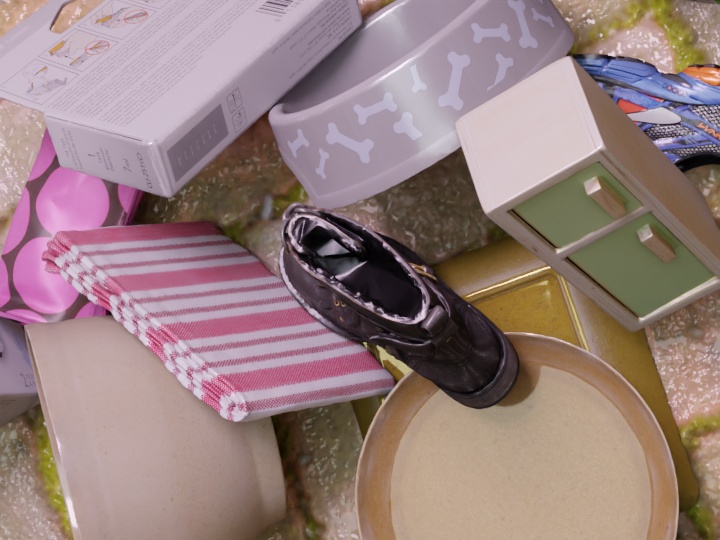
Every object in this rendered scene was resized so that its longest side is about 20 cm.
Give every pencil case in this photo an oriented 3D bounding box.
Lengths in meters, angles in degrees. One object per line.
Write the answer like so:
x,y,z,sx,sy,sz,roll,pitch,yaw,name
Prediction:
-0.177,-0.051,1.192,0.093,0.091,0.202,21,96,16,pencil case

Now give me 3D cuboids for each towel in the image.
-0.088,0.030,1.109,0.200,0.146,0.030,38,117,31,towel

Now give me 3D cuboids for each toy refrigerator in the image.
0.138,-0.035,1.012,0.075,0.200,0.071,-28,57,19,toy refrigerator

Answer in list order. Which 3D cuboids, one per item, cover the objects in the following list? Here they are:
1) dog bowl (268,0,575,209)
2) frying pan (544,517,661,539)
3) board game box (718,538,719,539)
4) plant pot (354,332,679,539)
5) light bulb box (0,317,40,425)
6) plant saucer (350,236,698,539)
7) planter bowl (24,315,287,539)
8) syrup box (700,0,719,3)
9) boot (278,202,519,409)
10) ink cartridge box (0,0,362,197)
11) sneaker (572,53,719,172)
0.031,-0.118,1.073,0.199,0.200,0.059,-30,107,13,dog bowl
0.140,0.238,1.114,0.114,0.031,0.191,30,111,13,frying pan
0.219,0.250,1.048,0.200,0.045,0.152,-44,108,10,board game box
0.094,0.139,1.085,0.198,0.027,0.203,-1,87,15,plant pot
-0.329,0.023,1.173,0.124,0.198,0.201,-29,81,11,light bulb box
0.088,0.085,1.128,0.198,0.048,0.202,-21,83,14,plant saucer
-0.124,0.116,1.128,0.133,0.200,0.202,-14,83,-13,planter bowl
0.182,-0.217,1.035,0.078,0.200,0.082,11,90,15,syrup box
0.000,0.000,1.029,0.199,0.174,0.070,30,85,32,boot
-0.125,-0.136,1.113,0.175,0.200,0.045,18,137,33,ink cartridge box
0.171,-0.090,1.100,0.198,0.075,0.079,7,93,18,sneaker
